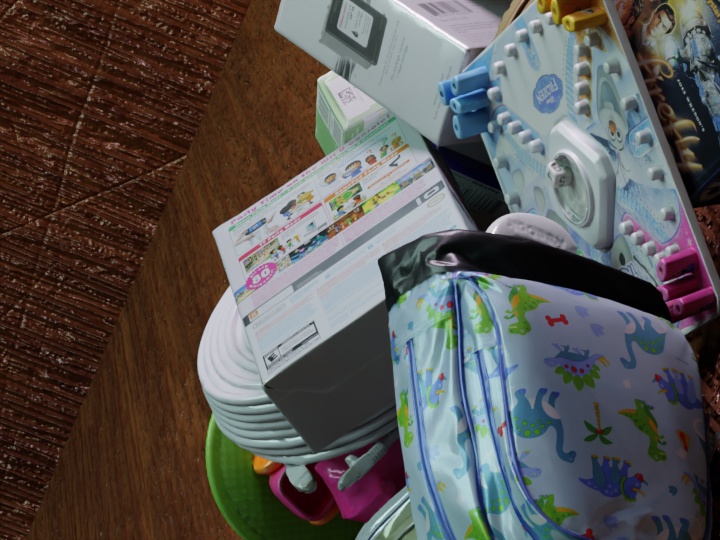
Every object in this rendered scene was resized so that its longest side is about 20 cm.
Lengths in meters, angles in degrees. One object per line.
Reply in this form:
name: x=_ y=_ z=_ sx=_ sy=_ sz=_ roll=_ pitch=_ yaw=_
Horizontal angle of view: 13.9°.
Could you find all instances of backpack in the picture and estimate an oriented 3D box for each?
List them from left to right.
backpack: x=0.094 y=0.089 z=1.425 sx=0.154 sy=0.163 sz=0.201 roll=-22 pitch=55 yaw=54

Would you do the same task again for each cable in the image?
cable: x=-0.013 y=0.033 z=1.838 sx=0.200 sy=0.069 sz=0.200 roll=-44 pitch=32 yaw=-13

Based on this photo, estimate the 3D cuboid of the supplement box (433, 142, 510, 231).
supplement box: x=0.070 y=-0.059 z=1.938 sx=0.200 sy=0.101 sz=0.104 roll=132 pitch=158 yaw=-59

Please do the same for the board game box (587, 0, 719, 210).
board game box: x=0.167 y=-0.151 z=1.510 sx=0.136 sy=0.035 sz=0.200 roll=-49 pitch=59 yaw=48

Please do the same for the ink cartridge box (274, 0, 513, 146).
ink cartridge box: x=0.032 y=-0.154 z=1.802 sx=0.200 sy=0.116 sz=0.067 roll=38 pitch=123 yaw=38

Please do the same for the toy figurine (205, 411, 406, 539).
toy figurine: x=0.018 y=0.101 z=1.904 sx=0.200 sy=0.150 sz=0.184 roll=-51 pitch=20 yaw=-17

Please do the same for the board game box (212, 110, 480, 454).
board game box: x=0.000 y=0.000 z=1.733 sx=0.147 sy=0.064 sz=0.200 roll=-34 pitch=29 yaw=7

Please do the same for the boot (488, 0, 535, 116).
boot: x=0.154 y=-0.152 z=1.621 sx=0.176 sy=0.066 sz=0.200 roll=-65 pitch=19 yaw=-6

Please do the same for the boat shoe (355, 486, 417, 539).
boat shoe: x=0.044 y=0.160 z=1.731 sx=0.200 sy=0.072 sz=0.062 roll=-60 pitch=12 yaw=27

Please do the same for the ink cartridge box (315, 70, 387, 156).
ink cartridge box: x=0.063 y=-0.143 z=2.038 sx=0.200 sy=0.048 sz=0.146 roll=-28 pitch=-11 yaw=-7

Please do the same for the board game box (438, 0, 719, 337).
board game box: x=0.114 y=-0.044 z=1.592 sx=0.201 sy=0.026 sz=0.200 roll=70 pitch=158 yaw=9

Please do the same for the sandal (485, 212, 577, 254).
sandal: x=0.100 y=0.067 z=1.547 sx=0.050 sy=0.082 sz=0.203 roll=130 pitch=141 yaw=-55
